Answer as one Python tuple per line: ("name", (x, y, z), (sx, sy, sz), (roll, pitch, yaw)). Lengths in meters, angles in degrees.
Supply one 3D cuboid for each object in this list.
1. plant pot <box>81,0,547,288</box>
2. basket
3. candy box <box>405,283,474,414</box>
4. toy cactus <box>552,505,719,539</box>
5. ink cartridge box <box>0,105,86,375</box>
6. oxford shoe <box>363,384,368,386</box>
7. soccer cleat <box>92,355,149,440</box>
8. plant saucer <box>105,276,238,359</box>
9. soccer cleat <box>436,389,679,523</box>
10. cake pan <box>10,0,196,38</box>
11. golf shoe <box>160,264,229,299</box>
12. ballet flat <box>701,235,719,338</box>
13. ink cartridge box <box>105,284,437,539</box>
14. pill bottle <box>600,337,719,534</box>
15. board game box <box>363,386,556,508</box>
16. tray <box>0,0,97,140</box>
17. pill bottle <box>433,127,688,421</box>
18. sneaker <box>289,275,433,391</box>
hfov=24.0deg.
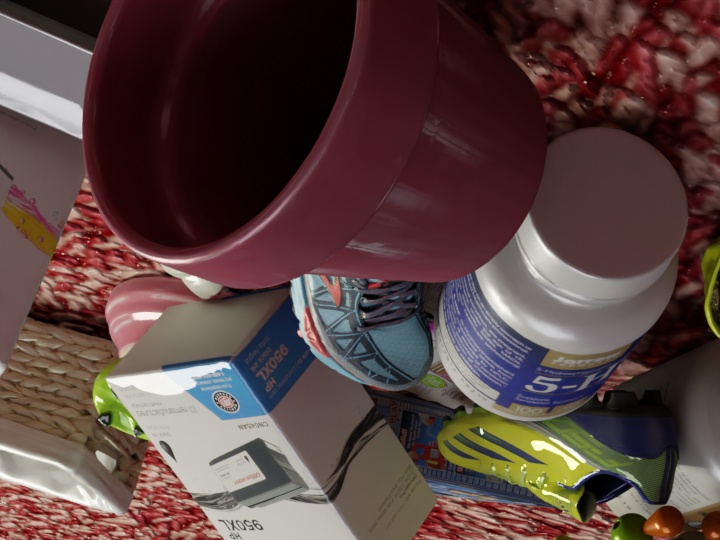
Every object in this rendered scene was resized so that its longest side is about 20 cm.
("plant pot", (-0.009, -0.077, 0.842), (0.199, 0.202, 0.178), (-7, 161, 44))
("basket", (-0.289, 0.118, 1.496), (0.199, 0.124, 0.136), (13, 159, 20))
("candy box", (0.057, 0.040, 1.173), (0.199, 0.061, 0.136), (24, 155, -9))
("toy cactus", (0.202, 0.204, 1.102), (0.164, 0.103, 0.200), (1, 156, -43))
("ink cartridge box", (-0.265, -0.037, 1.075), (0.144, 0.201, 0.147), (25, 156, -13))
("oxford shoe", (-0.065, 0.077, 1.280), (0.198, 0.058, 0.076), (-1, 127, -5))
("soccer cleat", (-0.115, 0.127, 1.327), (0.199, 0.081, 0.068), (32, 114, -1))
("plant saucer", (-0.119, 0.074, 1.387), (0.199, 0.051, 0.201), (16, 156, 7))
("soccer cleat", (0.122, 0.124, 1.112), (0.064, 0.084, 0.199), (2, 172, -41))
("cake pan", (-0.163, -0.156, 0.950), (0.199, 0.037, 0.201), (16, 156, 7))
("golf shoe", (-0.103, -0.039, 1.113), (0.091, 0.076, 0.200), (28, 153, -12))
("ballet flat", (0.230, -0.015, 0.925), (0.066, 0.067, 0.200), (17, 156, 3))
("ink cartridge box", (-0.060, 0.119, 1.185), (0.144, 0.084, 0.201), (-11, 121, 45))
("pill bottle", (0.243, 0.103, 1.107), (0.114, 0.115, 0.200), (25, 155, -13))
("board game box", (0.029, 0.137, 1.341), (0.199, 0.062, 0.199), (-1, 164, 45))
("tray", (-0.225, -0.137, 0.961), (0.199, 0.022, 0.107), (23, 156, -9))
("pill bottle", (0.116, 0.002, 0.979), (0.119, 0.120, 0.200), (19, 156, 0))
("sneaker", (0.000, 0.000, 1.018), (0.095, 0.079, 0.201), (24, 146, 54))
